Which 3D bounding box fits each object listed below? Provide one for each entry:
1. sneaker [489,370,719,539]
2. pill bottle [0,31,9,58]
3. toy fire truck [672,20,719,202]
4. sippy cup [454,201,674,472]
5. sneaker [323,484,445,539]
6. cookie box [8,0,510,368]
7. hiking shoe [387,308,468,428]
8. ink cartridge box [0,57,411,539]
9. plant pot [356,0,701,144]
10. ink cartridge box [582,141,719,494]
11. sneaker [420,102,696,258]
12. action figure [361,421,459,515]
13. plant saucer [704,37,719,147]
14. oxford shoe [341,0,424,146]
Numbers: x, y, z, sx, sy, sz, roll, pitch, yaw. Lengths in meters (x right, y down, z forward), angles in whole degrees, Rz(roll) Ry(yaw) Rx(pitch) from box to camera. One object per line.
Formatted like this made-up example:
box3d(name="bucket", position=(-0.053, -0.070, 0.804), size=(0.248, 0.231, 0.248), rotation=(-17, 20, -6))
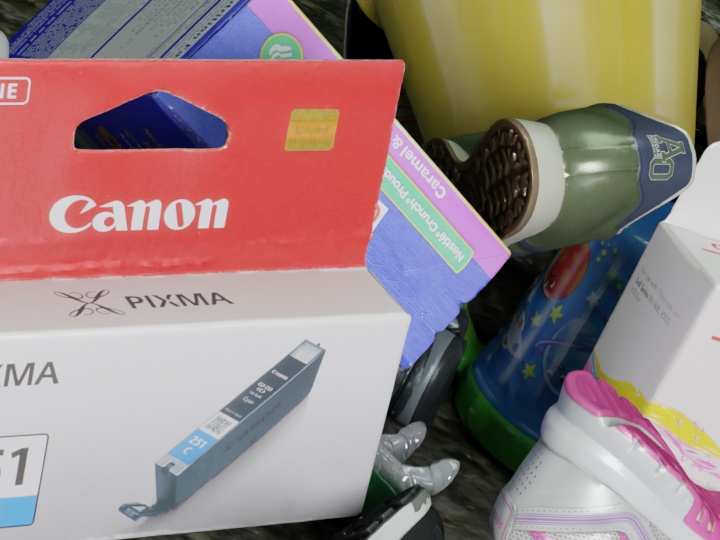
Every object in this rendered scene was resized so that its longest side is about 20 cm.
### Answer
box3d(name="sneaker", position=(0.128, 0.133, 0.957), size=(0.200, 0.088, 0.081), rotation=(42, 9, -18))
box3d(name="pill bottle", position=(-0.263, -0.084, 0.984), size=(0.200, 0.113, 0.113), rotation=(20, 21, -16))
box3d(name="toy fire truck", position=(0.127, -0.041, 1.327), size=(0.200, 0.176, 0.129), rotation=(-13, 1, 31))
box3d(name="sippy cup", position=(0.133, 0.036, 1.123), size=(0.178, 0.130, 0.140), rotation=(22, 21, -11))
box3d(name="sneaker", position=(0.006, 0.144, 0.828), size=(0.088, 0.076, 0.200), rotation=(56, 14, -1))
box3d(name="cookie box", position=(-0.054, -0.050, 1.010), size=(0.171, 0.075, 0.200), rotation=(48, -15, -26))
box3d(name="hiking shoe", position=(0.000, 0.000, 1.137), size=(0.087, 0.074, 0.200), rotation=(20, 20, -14))
box3d(name="ink cartridge box", position=(-0.077, 0.013, 0.813), size=(0.200, 0.176, 0.045), rotation=(-3, 30, -28))
box3d(name="plant pot", position=(0.095, -0.130, 1.184), size=(0.201, 0.201, 0.189), rotation=(11, 63, -34))
box3d(name="ink cartridge box", position=(0.165, 0.055, 1.008), size=(0.117, 0.200, 0.067), rotation=(16, 22, -23))
box3d(name="sneaker", position=(0.088, -0.037, 1.038), size=(0.090, 0.067, 0.200), rotation=(-6, -3, -13))
box3d(name="action figure", position=(-0.044, 0.031, 0.947), size=(0.200, 0.055, 0.118), rotation=(41, 0, -27))
box3d(name="plant saucer", position=(0.217, -0.041, 1.219), size=(0.029, 0.200, 0.200), rotation=(-10, 11, 19))
box3d(name="oxford shoe", position=(0.021, -0.070, 1.265), size=(0.075, 0.070, 0.200), rotation=(51, 18, -52))
